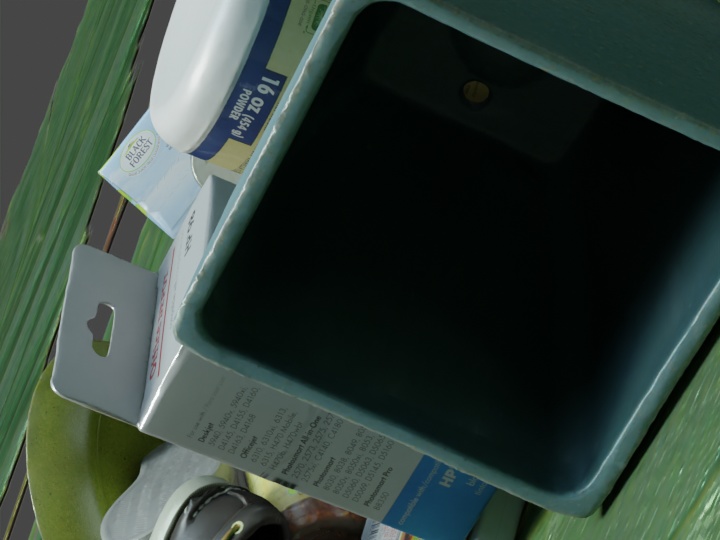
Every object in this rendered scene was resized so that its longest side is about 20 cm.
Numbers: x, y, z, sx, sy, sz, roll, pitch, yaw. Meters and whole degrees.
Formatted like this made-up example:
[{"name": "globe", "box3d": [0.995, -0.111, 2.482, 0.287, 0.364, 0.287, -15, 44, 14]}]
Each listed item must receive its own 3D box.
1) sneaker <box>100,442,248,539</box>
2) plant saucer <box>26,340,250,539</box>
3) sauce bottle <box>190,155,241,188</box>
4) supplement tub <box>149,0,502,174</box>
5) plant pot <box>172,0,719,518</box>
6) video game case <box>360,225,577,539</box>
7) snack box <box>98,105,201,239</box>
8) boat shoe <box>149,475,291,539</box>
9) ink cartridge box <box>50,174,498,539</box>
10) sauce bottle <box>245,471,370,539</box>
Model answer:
[{"name": "sneaker", "box3d": [-0.079, 0.157, 1.621, 0.073, 0.116, 0.200, -23, 7, 10]}, {"name": "plant saucer", "box3d": [-0.116, 0.131, 1.721, 0.031, 0.200, 0.201, -21, 41, 29]}, {"name": "sauce bottle", "box3d": [-0.046, -0.057, 1.609, 0.200, 0.064, 0.065, 7, -75, -77]}, {"name": "supplement tub", "box3d": [0.013, -0.096, 1.456, 0.144, 0.199, 0.145, -160, 90, -77]}, {"name": "plant pot", "box3d": [0.057, -0.058, 1.278, 0.200, 0.195, 0.196, -79, 15, -56]}, {"name": "video game case", "box3d": [0.046, 0.090, 1.442, 0.182, 0.023, 0.201, 148, 141, -69]}, {"name": "snack box", "box3d": [-0.057, -0.100, 1.781, 0.169, 0.068, 0.200, -51, -7, 6]}, {"name": "boat shoe", "box3d": [-0.089, 0.205, 1.502, 0.060, 0.071, 0.202, 17, 91, 51]}, {"name": "ink cartridge box", "box3d": [-0.030, 0.034, 1.350, 0.067, 0.199, 0.116, -58, 17, 33]}, {"name": "sauce bottle", "box3d": [-0.036, 0.081, 1.599, 0.066, 0.066, 0.201, -60, 32, 34]}]
